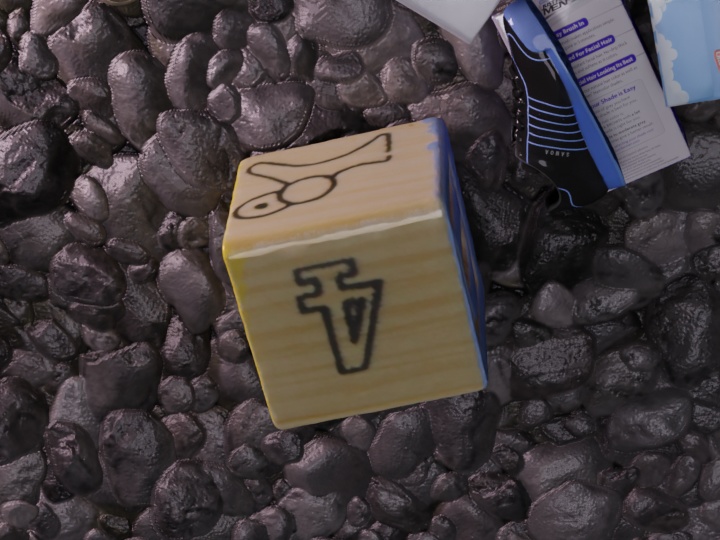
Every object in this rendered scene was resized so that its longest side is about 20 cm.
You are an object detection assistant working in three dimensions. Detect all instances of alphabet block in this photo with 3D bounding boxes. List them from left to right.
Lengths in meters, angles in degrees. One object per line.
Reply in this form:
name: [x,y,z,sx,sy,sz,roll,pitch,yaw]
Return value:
alphabet block: [0.000,0.000,1.629,0.198,0.196,0.198,-11,115,9]

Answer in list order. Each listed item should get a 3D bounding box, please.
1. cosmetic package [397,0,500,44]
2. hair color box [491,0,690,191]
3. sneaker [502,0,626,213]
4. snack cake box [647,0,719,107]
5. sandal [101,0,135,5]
cosmetic package: [0.036,-0.311,1.457,0.199,0.200,0.123,28,115,-12]
hair color box: [0.205,-0.174,1.602,0.109,0.065,0.201,-23,116,14]
sneaker: [0.157,-0.137,1.550,0.077,0.070,0.201,-25,114,12]
snack cake box: [0.273,-0.255,1.523,0.067,0.115,0.201,-8,118,13]
sandal: [-0.169,-0.301,1.551,0.080,0.054,0.200,37,113,-17]
